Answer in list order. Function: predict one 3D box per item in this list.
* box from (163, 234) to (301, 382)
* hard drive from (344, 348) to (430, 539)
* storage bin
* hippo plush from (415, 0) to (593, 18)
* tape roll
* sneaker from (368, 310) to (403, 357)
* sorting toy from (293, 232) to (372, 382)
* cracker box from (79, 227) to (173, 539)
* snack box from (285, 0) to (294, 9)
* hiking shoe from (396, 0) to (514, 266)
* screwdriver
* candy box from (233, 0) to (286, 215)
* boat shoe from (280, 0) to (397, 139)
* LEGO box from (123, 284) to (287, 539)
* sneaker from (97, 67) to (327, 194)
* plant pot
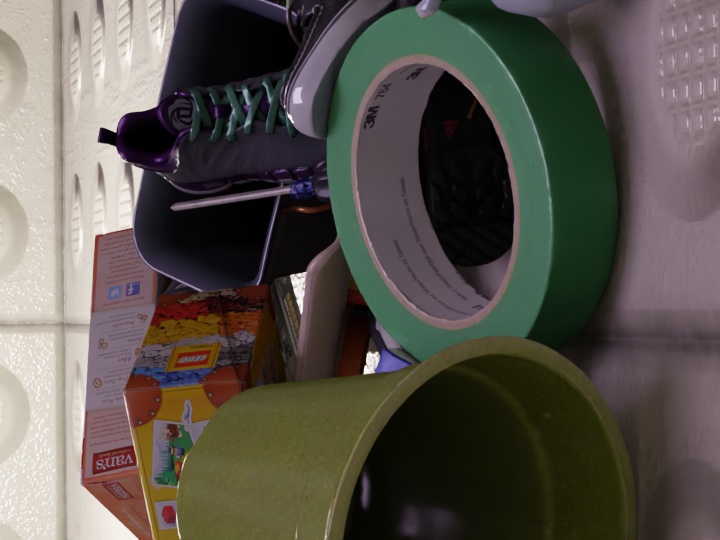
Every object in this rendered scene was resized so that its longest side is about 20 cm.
[{"bbox_3d":[-0.078,0.076,1.548,0.159,0.048,0.202,-66,-37,-65],"label":"box"},{"bbox_3d":[0.034,0.162,1.171,0.131,0.025,0.202,26,103,31],"label":"hard drive"},{"bbox_3d":[-0.047,-0.085,1.445,0.145,0.134,0.202,23,107,35],"label":"storage bin"},{"bbox_3d":[0.061,-0.178,1.026,0.161,0.198,0.160,101,-176,-61],"label":"hippo plush"},{"bbox_3d":[0.056,-0.046,1.145,0.200,0.048,0.203,22,118,50],"label":"tape roll"},{"bbox_3d":[0.060,0.050,1.270,0.083,0.072,0.201,-41,26,17],"label":"sneaker"},{"bbox_3d":[0.000,0.000,1.380,0.201,0.036,0.186,-69,-10,-48],"label":"sorting toy"},{"bbox_3d":[-0.144,0.087,1.502,0.134,0.057,0.202,57,-154,-53],"label":"cracker box"},{"bbox_3d":[-0.042,-0.140,1.627,0.200,0.052,0.144,166,104,-73],"label":"snack box"},{"bbox_3d":[0.045,-0.103,1.261,0.101,0.075,0.202,-178,87,-71],"label":"hiking shoe"},{"bbox_3d":[-0.052,-0.045,1.313,0.199,0.028,0.029,-12,70,42],"label":"screwdriver"},{"bbox_3d":[-0.092,-0.155,1.540,0.117,0.056,0.202,-66,-17,-70],"label":"candy box"},{"bbox_3d":[-0.008,-0.155,1.260,0.070,0.066,0.201,83,-150,-47],"label":"boat shoe"},{"bbox_3d":[-0.086,0.131,1.355,0.149,0.076,0.202,-79,-19,-67],"label":"LEGO box"},{"bbox_3d":[-0.073,-0.090,1.319,0.199,0.087,0.075,-16,73,38],"label":"sneaker"},{"bbox_3d":[0.005,0.129,1.072,0.189,0.199,0.202,3,94,51],"label":"plant pot"}]
